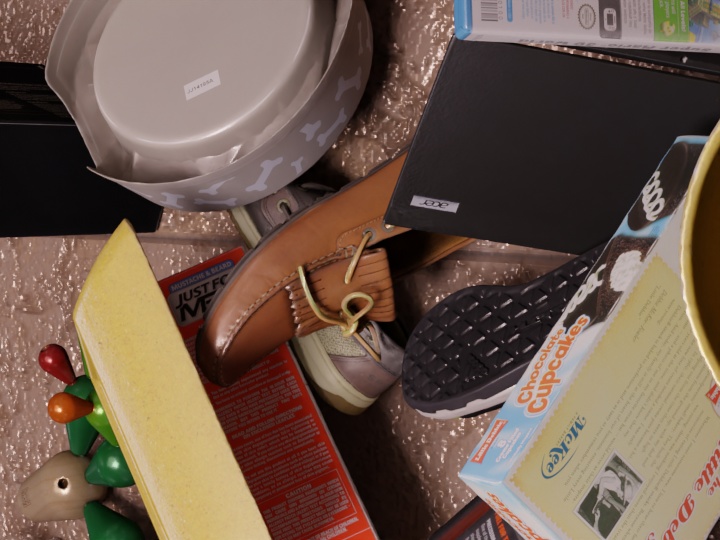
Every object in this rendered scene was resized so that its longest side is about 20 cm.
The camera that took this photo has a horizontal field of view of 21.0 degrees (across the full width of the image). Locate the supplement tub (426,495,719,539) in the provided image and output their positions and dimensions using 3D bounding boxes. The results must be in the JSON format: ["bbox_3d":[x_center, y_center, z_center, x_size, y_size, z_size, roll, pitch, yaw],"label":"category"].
[{"bbox_3d":[0.097,0.156,1.008,0.200,0.107,0.107,-45,66,30],"label":"supplement tub"}]

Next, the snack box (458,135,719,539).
[{"bbox_3d":[0.142,0.050,0.902,0.200,0.116,0.037,-55,27,-18],"label":"snack box"}]

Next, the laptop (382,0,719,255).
[{"bbox_3d":[0.116,-0.117,0.961,0.103,0.176,0.201,147,130,-70],"label":"laptop"}]

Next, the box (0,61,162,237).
[{"bbox_3d":[-0.232,-0.077,1.192,0.141,0.200,0.079,28,109,34],"label":"box"}]

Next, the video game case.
[{"bbox_3d":[0.139,-0.175,0.912,0.018,0.199,0.144,151,119,-73],"label":"video game case"}]

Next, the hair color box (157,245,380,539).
[{"bbox_3d":[-0.053,0.100,1.113,0.064,0.111,0.201,-22,73,-8],"label":"hair color box"}]

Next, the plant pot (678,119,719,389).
[{"bbox_3d":[0.247,-0.009,0.847,0.199,0.142,0.201,1,92,16],"label":"plant pot"}]

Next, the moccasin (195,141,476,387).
[{"bbox_3d":[0.000,0.001,1.046,0.078,0.201,0.074,50,160,22],"label":"moccasin"}]

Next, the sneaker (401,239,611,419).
[{"bbox_3d":[0.109,0.045,1.008,0.200,0.083,0.072,-20,49,41],"label":"sneaker"}]

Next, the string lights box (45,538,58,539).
[{"bbox_3d":[-0.168,0.242,1.218,0.200,0.103,0.059,26,107,34],"label":"string lights box"}]

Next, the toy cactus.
[{"bbox_3d":[-0.169,0.133,1.232,0.165,0.102,0.201,-26,85,45],"label":"toy cactus"}]

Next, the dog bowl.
[{"bbox_3d":[-0.082,-0.123,1.115,0.199,0.059,0.201,-13,58,22],"label":"dog bowl"}]

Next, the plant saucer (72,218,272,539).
[{"bbox_3d":[-0.107,0.094,1.071,0.200,0.048,0.201,104,142,-72],"label":"plant saucer"}]

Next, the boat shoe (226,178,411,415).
[{"bbox_3d":[-0.025,-0.017,1.122,0.066,0.072,0.201,-32,69,20],"label":"boat shoe"}]
